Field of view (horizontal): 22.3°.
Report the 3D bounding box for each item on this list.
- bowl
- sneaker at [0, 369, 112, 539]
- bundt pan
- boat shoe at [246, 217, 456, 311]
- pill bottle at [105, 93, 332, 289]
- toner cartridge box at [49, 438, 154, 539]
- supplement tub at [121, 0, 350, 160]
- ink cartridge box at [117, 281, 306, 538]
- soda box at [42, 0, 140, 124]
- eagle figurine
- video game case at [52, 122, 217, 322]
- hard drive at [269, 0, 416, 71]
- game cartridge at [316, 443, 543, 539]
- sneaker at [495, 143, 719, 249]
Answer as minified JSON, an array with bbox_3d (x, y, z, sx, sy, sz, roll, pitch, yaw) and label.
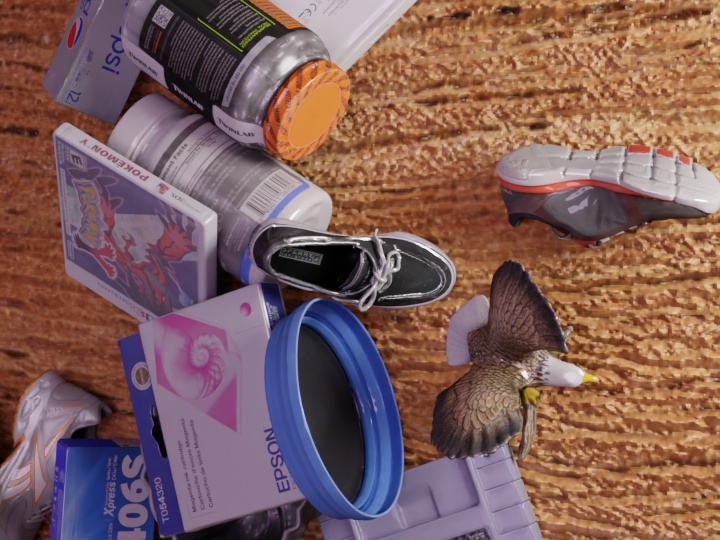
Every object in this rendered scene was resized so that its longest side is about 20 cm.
[{"bbox_3d":[-0.023,0.125,1.617,0.039,0.200,0.202,-18,86,23],"label":"bowl"},{"bbox_3d":[-0.307,0.206,1.803,0.092,0.076,0.201,21,100,15],"label":"sneaker"},{"bbox_3d":[-0.106,0.174,1.707,0.201,0.076,0.203,0,90,33],"label":"bundt pan"},{"bbox_3d":[0.001,-0.003,1.619,0.199,0.068,0.074,16,101,-24],"label":"boat shoe"},{"bbox_3d":[-0.136,-0.075,1.701,0.200,0.114,0.114,34,103,17],"label":"pill bottle"},{"bbox_3d":[-0.251,0.266,1.769,0.095,0.043,0.201,2,95,-23],"label":"toner cartridge box"},{"bbox_3d":[-0.113,-0.193,1.671,0.200,0.122,0.123,38,105,24],"label":"supplement tub"},{"bbox_3d":[-0.138,0.131,1.660,0.199,0.043,0.197,-20,79,30],"label":"ink cartridge box"},{"bbox_3d":[-0.229,-0.246,1.744,0.201,0.068,0.063,-64,31,12],"label":"soda box"},{"bbox_3d":[0.128,0.078,1.554,0.150,0.200,0.152,-23,77,19],"label":"eagle figurine"},{"bbox_3d":[-0.210,-0.024,1.711,0.182,0.023,0.200,31,143,21],"label":"video game case"},{"bbox_3d":[-0.045,-0.294,1.704,0.132,0.026,0.200,-43,77,17],"label":"hard drive"},{"bbox_3d":[0.064,0.244,1.679,0.199,0.038,0.130,-22,80,21],"label":"game cartridge"},{"bbox_3d":[0.218,-0.060,1.599,0.199,0.077,0.082,9,122,22],"label":"sneaker"}]
